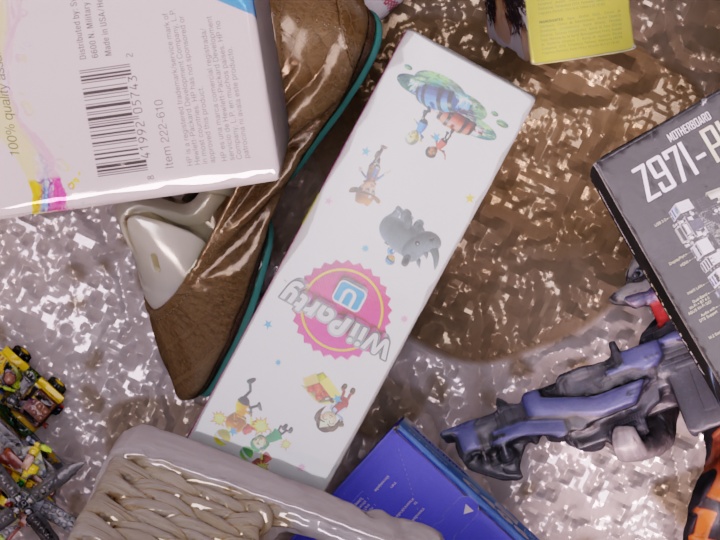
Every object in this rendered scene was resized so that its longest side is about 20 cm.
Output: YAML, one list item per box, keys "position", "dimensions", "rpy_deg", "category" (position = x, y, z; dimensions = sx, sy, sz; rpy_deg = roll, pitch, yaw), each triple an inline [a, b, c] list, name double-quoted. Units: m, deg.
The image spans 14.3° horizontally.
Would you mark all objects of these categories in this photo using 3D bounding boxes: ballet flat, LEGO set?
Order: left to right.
- position: [-0.221, 0.110, 1.249]
  dimensions: [0.200, 0.116, 0.154]
  rpy_deg: [-40, 89, 5]
  category: "LEGO set"
- position: [-0.062, -0.039, 1.239]
  dimensions: [0.072, 0.068, 0.200]
  rpy_deg: [18, 111, -25]
  category: "ballet flat"

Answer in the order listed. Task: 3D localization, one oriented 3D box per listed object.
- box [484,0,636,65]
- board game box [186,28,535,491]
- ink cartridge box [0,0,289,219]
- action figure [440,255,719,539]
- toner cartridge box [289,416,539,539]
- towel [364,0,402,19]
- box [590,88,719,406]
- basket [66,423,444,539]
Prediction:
- position: [0.076, -0.192, 1.206]
  dimensions: [0.050, 0.075, 0.200]
  rpy_deg: [-8, 104, -11]
  category: "box"
- position: [0.000, 0.000, 1.213]
  dimensions: [0.064, 0.148, 0.200]
  rpy_deg: [27, 94, 1]
  category: "board game box"
- position: [-0.139, -0.100, 1.157]
  dimensions: [0.200, 0.085, 0.145]
  rpy_deg: [-8, 105, 3]
  category: "ink cartridge box"
- position: [0.141, 0.076, 1.237]
  dimensions: [0.200, 0.105, 0.194]
  rpy_deg: [-13, 84, 7]
  category: "action figure"
- position: [-0.015, 0.168, 1.239]
  dimensions: [0.095, 0.043, 0.200]
  rpy_deg: [43, 95, 1]
  category: "toner cartridge box"
- position: [-0.063, -0.131, 1.238]
  dimensions: [0.200, 0.030, 0.146]
  rpy_deg: [-37, 121, 6]
  category: "towel"
- position: [0.216, -0.020, 1.138]
  dimensions: [0.200, 0.086, 0.164]
  rpy_deg: [-31, 86, 3]
  category: "box"
- position: [-0.047, 0.201, 1.111]
  dimensions: [0.198, 0.161, 0.200]
  rpy_deg: [21, 117, 3]
  category: "basket"
